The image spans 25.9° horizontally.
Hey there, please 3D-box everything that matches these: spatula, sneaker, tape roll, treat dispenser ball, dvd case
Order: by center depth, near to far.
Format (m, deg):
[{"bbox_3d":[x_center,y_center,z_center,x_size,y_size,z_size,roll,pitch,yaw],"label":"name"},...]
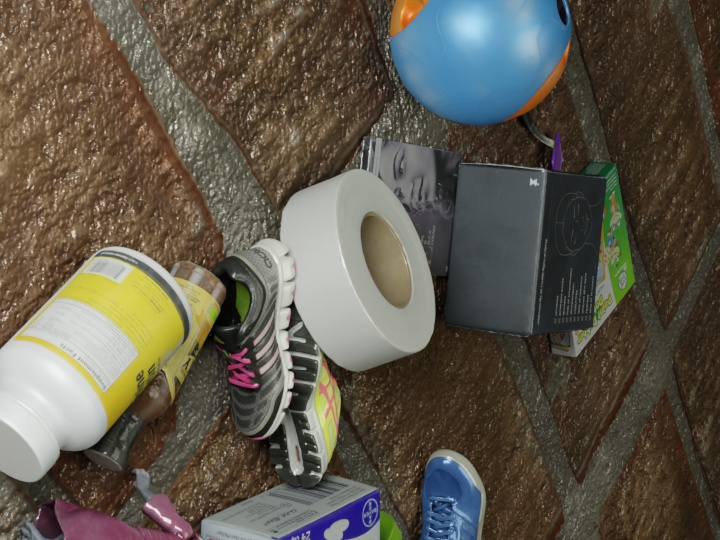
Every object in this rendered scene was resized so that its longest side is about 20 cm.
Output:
[{"bbox_3d":[-0.116,0.070,1.536,0.087,0.074,0.201,-7,106,-46],"label":"sneaker"},{"bbox_3d":[0.000,0.000,1.624,0.202,0.071,0.203,44,35,-42],"label":"tape roll"},{"bbox_3d":[-0.060,0.119,1.633,0.090,0.078,0.201,-40,132,-59],"label":"sneaker"},{"bbox_3d":[0.131,-0.260,1.717,0.201,0.200,0.202,-15,109,-54],"label":"treat dispenser ball"},{"bbox_3d":[0.055,-0.071,1.806,0.200,0.016,0.150,4,94,-56],"label":"dvd case"},{"bbox_3d":[0.100,0.324,1.892,0.111,0.076,0.201,-47,140,-53],"label":"sneaker"},{"bbox_3d":[0.230,-0.182,2.035,0.200,0.020,0.057,48,45,-46],"label":"spatula"}]

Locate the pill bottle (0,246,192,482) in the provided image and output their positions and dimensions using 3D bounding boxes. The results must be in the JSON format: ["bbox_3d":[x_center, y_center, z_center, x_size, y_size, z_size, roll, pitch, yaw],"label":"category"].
[{"bbox_3d":[-0.238,0.080,1.318,0.200,0.112,0.112,-51,135,-37],"label":"pill bottle"}]

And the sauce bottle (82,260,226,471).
[{"bbox_3d":[-0.191,0.088,1.435,0.065,0.064,0.201,53,55,-46],"label":"sauce bottle"}]

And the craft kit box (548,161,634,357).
[{"bbox_3d":[0.309,-0.017,2.168,0.200,0.048,0.198,-45,134,-42],"label":"craft kit box"}]

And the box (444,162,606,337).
[{"bbox_3d":[0.206,-0.027,1.933,0.196,0.123,0.201,-1,97,-62],"label":"box"}]

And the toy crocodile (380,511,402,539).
[{"bbox_3d":[-0.003,0.370,1.773,0.201,0.062,0.068,-66,148,-15],"label":"toy crocodile"}]

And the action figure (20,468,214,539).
[{"bbox_3d":[-0.196,0.250,1.396,0.199,0.149,0.135,4,87,-42],"label":"action figure"}]

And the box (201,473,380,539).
[{"bbox_3d":[-0.068,0.335,1.625,0.184,0.105,0.201,-17,110,-53],"label":"box"}]
